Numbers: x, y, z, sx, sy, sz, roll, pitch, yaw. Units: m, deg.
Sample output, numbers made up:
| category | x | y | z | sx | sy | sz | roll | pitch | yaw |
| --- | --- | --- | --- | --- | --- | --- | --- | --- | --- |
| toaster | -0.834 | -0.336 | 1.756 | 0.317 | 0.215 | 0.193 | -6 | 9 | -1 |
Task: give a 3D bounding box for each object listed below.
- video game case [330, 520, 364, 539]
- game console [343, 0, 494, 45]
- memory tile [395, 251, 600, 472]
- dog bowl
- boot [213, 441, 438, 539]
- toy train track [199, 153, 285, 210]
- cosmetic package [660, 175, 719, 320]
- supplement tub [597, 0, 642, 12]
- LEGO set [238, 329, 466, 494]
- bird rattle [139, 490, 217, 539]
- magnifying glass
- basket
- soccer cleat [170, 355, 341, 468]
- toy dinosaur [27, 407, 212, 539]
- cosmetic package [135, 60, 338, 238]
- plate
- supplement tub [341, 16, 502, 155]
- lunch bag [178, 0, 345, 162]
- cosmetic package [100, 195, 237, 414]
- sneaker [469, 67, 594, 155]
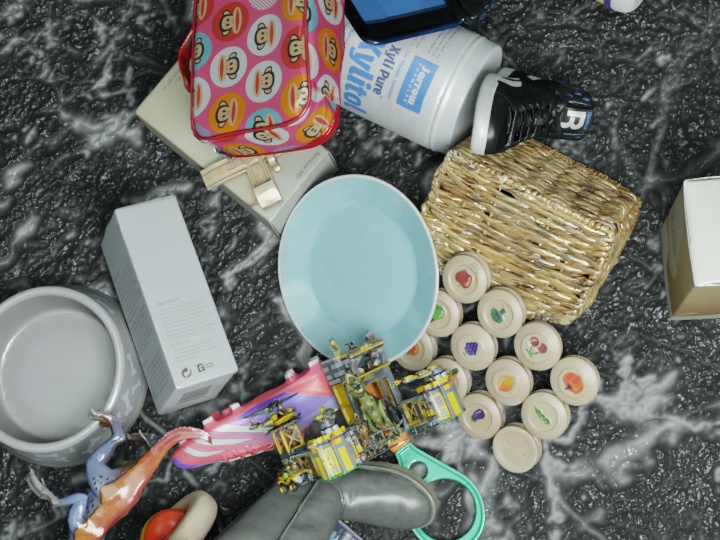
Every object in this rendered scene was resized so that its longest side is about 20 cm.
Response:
| category | x | y | z | sx | sy | sz | roll | pitch | yaw |
| --- | --- | --- | --- | --- | --- | --- | --- | --- | --- |
| video game case | -0.069 | 0.346 | 1.316 | 0.182 | 0.023 | 0.200 | 39 | 86 | 13 |
| game console | 0.052 | -0.342 | 1.315 | 0.171 | 0.118 | 0.201 | -52 | 51 | 30 |
| memory tile | 0.132 | 0.094 | 1.305 | 0.200 | 0.017 | 0.154 | 44 | 119 | 12 |
| dog bowl | -0.329 | 0.108 | 1.381 | 0.198 | 0.059 | 0.202 | -1 | 78 | 6 |
| boot | -0.036 | 0.252 | 1.234 | 0.180 | 0.200 | 0.073 | 12 | 113 | 16 |
| toy train track | -0.132 | -0.159 | 1.350 | 0.114 | 0.033 | 0.201 | -25 | 75 | 2 |
| cosmetic package | 0.339 | -0.018 | 1.247 | 0.070 | 0.200 | 0.106 | -4 | 77 | 6 |
| supplement tub | 0.231 | -0.378 | 1.364 | 0.199 | 0.145 | 0.146 | 30 | 83 | 12 |
| LEGO set | -0.009 | 0.120 | 1.245 | 0.199 | 0.154 | 0.117 | -23 | 88 | -24 |
| bird rattle | -0.202 | 0.279 | 1.267 | 0.112 | 0.200 | 0.163 | 36 | 53 | -4 |
| magnifying glass | 0.055 | 0.200 | 1.331 | 0.079 | 0.022 | 0.201 | -35 | 75 | -1 |
| basket | 0.171 | -0.043 | 1.346 | 0.199 | 0.149 | 0.144 | 28 | 117 | 12 |
| soccer cleat | -0.102 | 0.164 | 1.340 | 0.199 | 0.067 | 0.077 | -30 | 90 | 1 |
| toy dinosaur | -0.268 | 0.233 | 1.280 | 0.199 | 0.105 | 0.183 | -13 | 50 | 41 |
| cosmetic package | -0.134 | -0.140 | 1.401 | 0.200 | 0.073 | 0.104 | 38 | 85 | 14 |
| plate | 0.000 | 0.000 | 1.345 | 0.199 | 0.026 | 0.202 | 5 | 99 | 33 |
| supplement tub | 0.035 | -0.219 | 1.365 | 0.199 | 0.132 | 0.133 | 26 | 83 | 13 |
| lunch bag | -0.106 | -0.215 | 1.289 | 0.175 | 0.082 | 0.202 | -6 | 74 | 28 |
| cosmetic package | -0.202 | 0.036 | 1.349 | 0.071 | 0.101 | 0.201 | -15 | 76 | -25 |
| sneaker | 0.179 | -0.160 | 1.305 | 0.111 | 0.200 | 0.074 | 13 | 114 | 11 |
